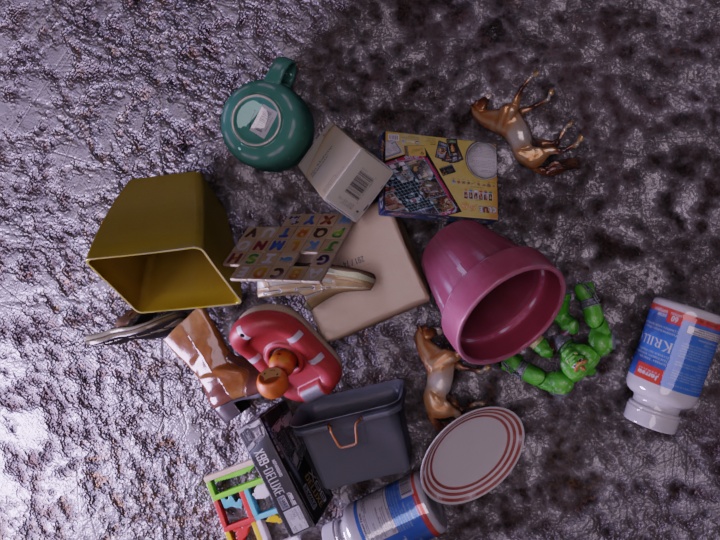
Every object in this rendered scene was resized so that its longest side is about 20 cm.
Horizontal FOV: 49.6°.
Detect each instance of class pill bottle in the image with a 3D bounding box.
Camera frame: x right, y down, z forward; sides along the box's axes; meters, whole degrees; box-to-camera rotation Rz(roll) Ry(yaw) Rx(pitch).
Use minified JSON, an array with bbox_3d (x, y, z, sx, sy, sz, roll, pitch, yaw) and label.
[{"bbox_3d":[0.494,0.152,1.243,0.112,0.112,0.201,18,94,9],"label":"pill bottle"},{"bbox_3d":[0.039,0.436,1.340,0.200,0.112,0.112,-29,87,10],"label":"pill bottle"}]

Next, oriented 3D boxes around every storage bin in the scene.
[{"bbox_3d":[-0.004,0.289,1.336,0.199,0.146,0.135,-16,99,10],"label":"storage bin"}]

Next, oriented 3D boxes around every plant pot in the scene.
[{"bbox_3d":[-0.322,-0.055,1.339,0.199,0.200,0.177,-6,60,10],"label":"plant pot"},{"bbox_3d":[0.195,0.020,1.250,0.200,0.200,0.179,-44,47,8],"label":"plant pot"}]

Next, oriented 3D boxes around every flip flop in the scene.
[{"bbox_3d":[-0.415,0.098,1.431,0.199,0.081,0.058,-13,75,15],"label":"flip flop"}]

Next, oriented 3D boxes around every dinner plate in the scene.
[{"bbox_3d":[0.185,0.307,1.304,0.200,0.024,0.201,-13,121,-22],"label":"dinner plate"}]

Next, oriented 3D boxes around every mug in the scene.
[{"bbox_3d":[-0.168,-0.267,1.349,0.152,0.114,0.186,-16,90,10],"label":"mug"}]

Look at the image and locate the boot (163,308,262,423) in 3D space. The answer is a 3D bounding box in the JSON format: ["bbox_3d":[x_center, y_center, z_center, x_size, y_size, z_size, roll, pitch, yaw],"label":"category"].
[{"bbox_3d":[-0.232,0.145,1.406,0.188,0.068,0.200,-37,85,20],"label":"boot"}]

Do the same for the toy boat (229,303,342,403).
[{"bbox_3d":[-0.130,0.154,1.268,0.130,0.131,0.200,-30,111,33],"label":"toy boat"}]

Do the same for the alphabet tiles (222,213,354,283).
[{"bbox_3d":[-0.120,-0.039,1.267,0.199,0.167,0.008,2,133,26],"label":"alphabet tiles"}]

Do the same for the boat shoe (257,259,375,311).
[{"bbox_3d":[-0.073,0.029,1.260,0.199,0.072,0.076,4,80,20],"label":"boat shoe"}]

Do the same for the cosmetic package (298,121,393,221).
[{"bbox_3d":[-0.029,-0.167,1.283,0.073,0.200,0.104,34,98,-27],"label":"cosmetic package"}]

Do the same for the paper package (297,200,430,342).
[{"bbox_3d":[0.000,0.000,1.336,0.199,0.103,0.191,-23,88,9],"label":"paper package"}]

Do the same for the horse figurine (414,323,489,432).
[{"bbox_3d":[0.154,0.196,1.336,0.132,0.050,0.201,4,89,1],"label":"horse figurine"}]

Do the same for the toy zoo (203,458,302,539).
[{"bbox_3d":[-0.192,0.449,1.425,0.131,0.020,0.201,-22,88,10],"label":"toy zoo"}]

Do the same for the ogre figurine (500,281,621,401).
[{"bbox_3d":[0.341,0.124,1.290,0.200,0.098,0.120,-40,67,-6],"label":"ogre figurine"}]

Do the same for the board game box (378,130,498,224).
[{"bbox_3d":[0.129,-0.152,1.288,0.199,0.035,0.136,4,79,-15],"label":"board game box"}]

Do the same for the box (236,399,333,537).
[{"bbox_3d":[-0.126,0.336,1.342,0.050,0.158,0.200,-28,86,10],"label":"box"}]

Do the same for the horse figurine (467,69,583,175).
[{"bbox_3d":[0.284,-0.233,1.302,0.132,0.050,0.200,-34,92,22],"label":"horse figurine"}]
